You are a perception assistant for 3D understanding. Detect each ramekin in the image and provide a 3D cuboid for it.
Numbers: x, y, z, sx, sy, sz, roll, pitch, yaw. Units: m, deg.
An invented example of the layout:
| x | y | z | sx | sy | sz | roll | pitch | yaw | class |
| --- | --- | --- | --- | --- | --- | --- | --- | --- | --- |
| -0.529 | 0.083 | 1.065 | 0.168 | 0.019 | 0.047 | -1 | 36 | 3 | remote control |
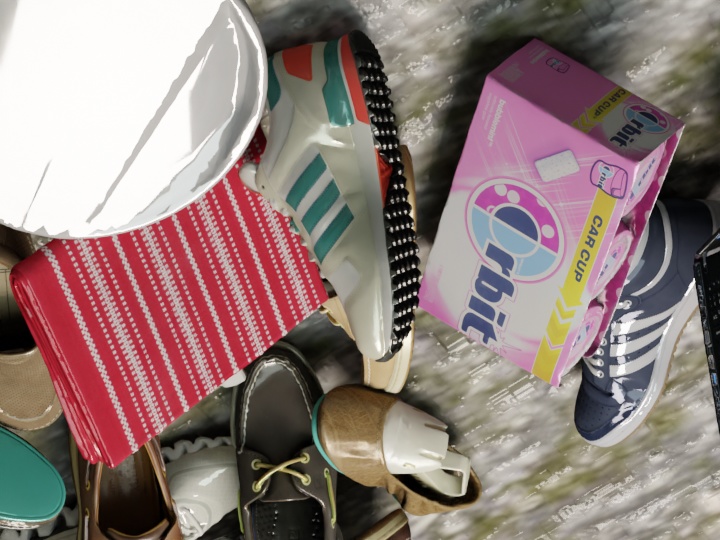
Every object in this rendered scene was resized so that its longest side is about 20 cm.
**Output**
| x | y | z | sx | sy | sz | roll | pitch | yaw | class |
| --- | --- | --- | --- | --- | --- | --- | --- | --- | --- |
| -0.158 | -0.123 | 1.433 | 0.201 | 0.094 | 0.203 | -10 | 130 | -11 | ramekin |

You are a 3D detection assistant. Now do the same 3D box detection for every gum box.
| x | y | z | sx | sy | sz | roll | pitch | yaw | class |
| --- | --- | --- | --- | --- | --- | --- | --- | --- | --- |
| 0.116 | -0.030 | 1.601 | 0.066 | 0.113 | 0.201 | -39 | 154 | -46 | gum box |

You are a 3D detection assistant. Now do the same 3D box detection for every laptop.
| x | y | z | sx | sy | sz | roll | pitch | yaw | class |
| --- | --- | --- | --- | --- | --- | --- | --- | --- | --- |
| 0.294 | 0.002 | 1.654 | 0.103 | 0.201 | 0.177 | -7 | -176 | 27 | laptop |

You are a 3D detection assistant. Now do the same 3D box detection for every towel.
| x | y | z | sx | sy | sz | roll | pitch | yaw | class |
| --- | --- | --- | --- | --- | --- | --- | --- | --- | --- |
| -0.115 | 0.010 | 1.529 | 0.200 | 0.022 | 0.145 | -37 | 119 | -31 | towel |

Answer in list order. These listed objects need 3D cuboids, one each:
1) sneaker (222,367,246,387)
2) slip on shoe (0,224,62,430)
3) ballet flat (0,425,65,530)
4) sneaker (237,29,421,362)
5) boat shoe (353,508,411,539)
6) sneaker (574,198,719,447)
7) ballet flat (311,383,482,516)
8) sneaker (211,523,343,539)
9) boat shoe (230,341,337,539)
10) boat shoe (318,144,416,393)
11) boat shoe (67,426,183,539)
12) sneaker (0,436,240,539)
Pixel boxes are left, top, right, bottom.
| x | y | z | sx | sy | sz | roll | pitch | yaw | class |
| --- | --- | --- | --- | --- | --- | --- | --- | --- | --- |
| -0.144 | 0.006 | 1.584 | 0.084 | 0.073 | 0.200 | -27 | 123 | 9 | sneaker |
| -0.222 | 0.038 | 1.586 | 0.076 | 0.061 | 0.201 | -11 | 134 | -10 | slip on shoe |
| -0.288 | 0.118 | 1.635 | 0.199 | 0.068 | 0.068 | 25 | 156 | -24 | ballet flat |
| -0.022 | -0.041 | 1.530 | 0.093 | 0.070 | 0.201 | -8 | 94 | 15 | sneaker |
| 0.015 | 0.233 | 1.797 | 0.072 | 0.072 | 0.200 | -33 | 163 | -24 | boat shoe |
| 0.167 | 0.031 | 1.715 | 0.108 | 0.070 | 0.201 | 8 | 121 | -32 | sneaker |
| 0.035 | 0.126 | 1.724 | 0.072 | 0.068 | 0.200 | 4 | 159 | 24 | ballet flat |
| -0.106 | 0.222 | 1.774 | 0.199 | 0.067 | 0.091 | -25 | 173 | -2 | sneaker |
| -0.048 | 0.150 | 1.691 | 0.071 | 0.061 | 0.203 | -7 | 100 | -1 | boat shoe |
| 0.000 | 0.000 | 1.634 | 0.069 | 0.074 | 0.201 | -2 | 132 | -2 | boat shoe |
| -0.152 | 0.181 | 1.663 | 0.072 | 0.068 | 0.201 | -10 | 93 | -14 | boat shoe |
| -0.150 | 0.183 | 1.734 | 0.199 | 0.081 | 0.075 | -27 | 133 | 3 | sneaker |
